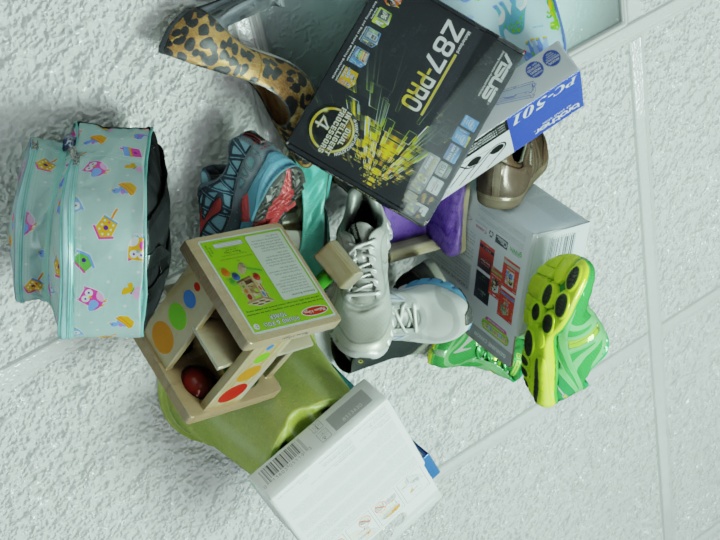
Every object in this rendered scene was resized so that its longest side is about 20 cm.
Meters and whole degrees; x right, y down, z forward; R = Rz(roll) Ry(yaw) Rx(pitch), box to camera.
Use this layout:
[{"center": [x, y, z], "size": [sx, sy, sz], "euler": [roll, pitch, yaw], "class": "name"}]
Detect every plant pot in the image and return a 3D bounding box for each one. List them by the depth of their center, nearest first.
[{"center": [-0.090, 0.148, 1.670], "size": [0.200, 0.184, 0.201], "euler": [-19, 127, -28], "class": "plant pot"}]

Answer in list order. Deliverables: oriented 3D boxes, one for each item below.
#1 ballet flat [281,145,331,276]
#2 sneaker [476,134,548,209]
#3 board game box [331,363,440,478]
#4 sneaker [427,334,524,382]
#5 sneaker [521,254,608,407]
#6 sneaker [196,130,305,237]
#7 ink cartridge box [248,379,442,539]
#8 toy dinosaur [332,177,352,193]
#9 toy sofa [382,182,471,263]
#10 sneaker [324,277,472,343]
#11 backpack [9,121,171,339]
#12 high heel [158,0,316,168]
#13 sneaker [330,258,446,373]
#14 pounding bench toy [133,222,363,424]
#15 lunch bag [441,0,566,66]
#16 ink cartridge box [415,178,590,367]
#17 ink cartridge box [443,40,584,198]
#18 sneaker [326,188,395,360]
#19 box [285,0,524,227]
[{"center": [-0.064, -0.071, 1.645], "size": [0.070, 0.067, 0.200], "euler": [-3, 122, -9], "class": "ballet flat"}, {"center": [0.175, -0.140, 1.711], "size": [0.200, 0.070, 0.076], "euler": [-66, 164, -58], "class": "sneaker"}, {"center": [-0.028, 0.216, 1.753], "size": [0.152, 0.200, 0.045], "euler": [-41, 136, -9], "class": "board game box"}, {"center": [0.170, 0.094, 1.913], "size": [0.200, 0.084, 0.074], "euler": [-2, 119, -37], "class": "sneaker"}, {"center": [0.223, 0.058, 1.643], "size": [0.083, 0.074, 0.200], "euler": [-14, 135, -20], "class": "sneaker"}, {"center": [-0.128, -0.066, 1.583], "size": [0.079, 0.096, 0.200], "euler": [-24, 157, -46], "class": "sneaker"}, {"center": [-0.011, 0.229, 1.625], "size": [0.161, 0.050, 0.200], "euler": [-40, 139, -11], "class": "ink cartridge box"}, {"center": [-0.007, -0.160, 1.612], "size": [0.060, 0.106, 0.200], "euler": [-5, 127, -29], "class": "toy dinosaur"}, {"center": [0.065, -0.108, 1.690], "size": [0.083, 0.098, 0.200], "euler": [-15, 126, -32], "class": "toy sofa"}, {"center": [0.023, 0.051, 1.663], "size": [0.087, 0.200, 0.075], "euler": [-31, 119, -57], "class": "sneaker"}, {"center": [-0.247, -0.032, 1.419], "size": [0.153, 0.200, 0.176], "euler": [0, 119, -15], "class": "backpack"}, {"center": [-0.119, -0.173, 1.513], "size": [0.142, 0.071, 0.200], "euler": [-30, 116, -28], "class": "high heel"}, {"center": [0.035, 0.062, 1.746], "size": [0.106, 0.075, 0.200], "euler": [-22, 159, -22], "class": "sneaker"}, {"center": [-0.105, 0.050, 1.547], "size": [0.200, 0.124, 0.156], "euler": [-13, 152, -45], "class": "pounding bench toy"}, {"center": [0.114, -0.251, 1.605], "size": [0.200, 0.082, 0.161], "euler": [-20, 93, -31], "class": "lunch bag"}, {"center": [0.154, -0.016, 1.746], "size": [0.084, 0.200, 0.176], "euler": [-12, 125, -31], "class": "ink cartridge box"}, {"center": [0.134, -0.148, 1.578], "size": [0.200, 0.044, 0.094], "euler": [-34, 160, -1], "class": "ink cartridge box"}, {"center": [0.000, 0.000, 1.613], "size": [0.075, 0.200, 0.081], "euler": [-1, 146, -1], "class": "sneaker"}, {"center": [0.042, -0.167, 1.505], "size": [0.161, 0.049, 0.200], "euler": [31, 88, -4], "class": "box"}]
